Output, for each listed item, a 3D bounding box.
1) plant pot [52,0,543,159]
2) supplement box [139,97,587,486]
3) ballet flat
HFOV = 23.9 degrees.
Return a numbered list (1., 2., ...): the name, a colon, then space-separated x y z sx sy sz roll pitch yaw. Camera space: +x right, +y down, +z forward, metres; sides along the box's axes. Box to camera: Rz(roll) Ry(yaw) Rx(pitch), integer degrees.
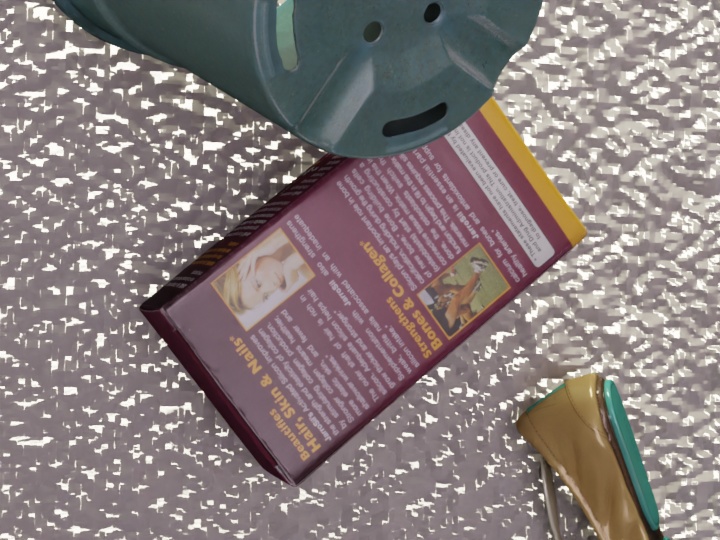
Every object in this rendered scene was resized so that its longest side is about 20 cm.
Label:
1. plant pot: -0.029 -0.156 0.759 0.199 0.196 0.202 -17 125 -26
2. supplement box: 0.000 0.000 0.864 0.200 0.086 0.111 -39 100 -11
3. ballet flat: 0.144 0.153 0.925 0.063 0.069 0.202 -23 94 15
